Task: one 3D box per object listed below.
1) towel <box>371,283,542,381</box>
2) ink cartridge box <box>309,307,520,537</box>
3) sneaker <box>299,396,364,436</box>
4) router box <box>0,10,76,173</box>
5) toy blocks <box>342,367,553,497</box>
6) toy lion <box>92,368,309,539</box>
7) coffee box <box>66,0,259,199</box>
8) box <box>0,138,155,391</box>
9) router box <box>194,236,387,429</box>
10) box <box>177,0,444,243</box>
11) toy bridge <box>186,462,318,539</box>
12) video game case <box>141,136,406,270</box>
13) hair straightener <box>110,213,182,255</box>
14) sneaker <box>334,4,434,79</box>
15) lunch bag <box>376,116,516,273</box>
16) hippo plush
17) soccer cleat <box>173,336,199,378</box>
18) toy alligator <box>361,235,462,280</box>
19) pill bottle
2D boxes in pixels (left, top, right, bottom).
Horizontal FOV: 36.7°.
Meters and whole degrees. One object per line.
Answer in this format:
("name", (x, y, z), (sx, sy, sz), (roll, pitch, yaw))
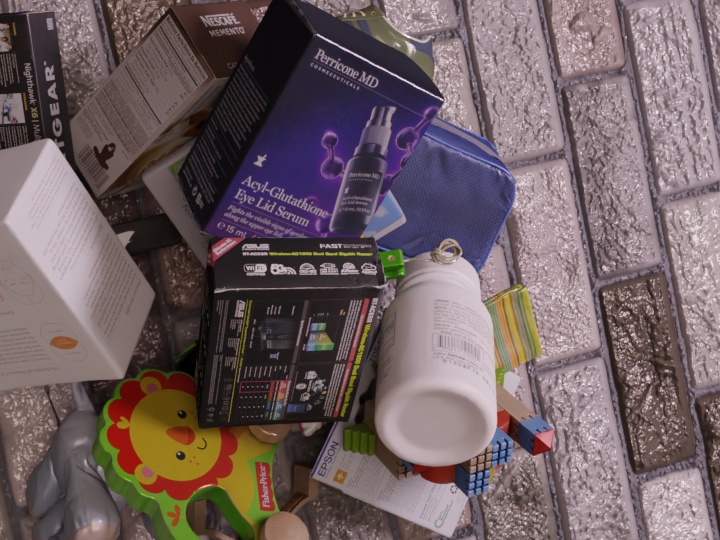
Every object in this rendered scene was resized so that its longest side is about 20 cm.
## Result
("towel", (0.109, 0.095, 1.170), (0.198, 0.018, 0.087), (-27, 107, -20))
("ink cartridge box", (0.058, 0.166, 1.187), (0.198, 0.043, 0.199), (28, 85, -25))
("sneaker", (-0.041, 0.072, 1.162), (0.086, 0.074, 0.204), (-11, 99, -13))
("router box", (-0.358, -0.139, 1.033), (0.154, 0.052, 0.204), (0, 105, 15))
("toy blocks", (0.100, 0.170, 1.097), (0.197, 0.137, 0.102), (-10, 117, -27))
("toy lion", (-0.154, 0.187, 1.016), (0.189, 0.069, 0.202), (10, 47, -27))
("coffee box", (-0.181, -0.163, 1.038), (0.080, 0.199, 0.114), (57, 34, 5))
("box", (-0.306, 0.001, 0.982), (0.150, 0.107, 0.201), (-7, 134, 21))
("router box", (-0.069, 0.058, 0.976), (0.147, 0.202, 0.063), (0, 47, -15))
("box", (-0.047, -0.116, 0.953), (0.146, 0.105, 0.201), (19, 114, -33))
("toy bridge", (-0.114, 0.248, 1.111), (0.199, 0.027, 0.069), (-4, 97, -54))
("video game case", (-0.082, -0.071, 1.059), (0.198, 0.022, 0.183), (-30, 115, 7))
("hair straightener", (-0.173, -0.043, 1.121), (0.197, 0.077, 0.042), (-8, 92, -14))
("sneaker", (-0.009, -0.246, 1.169), (0.197, 0.067, 0.091), (19, 77, -13))
("lunch bag", (0.054, -0.095, 1.150), (0.198, 0.133, 0.137), (24, 108, -12))
("hippo plush", (-0.240, 0.212, 1.099), (0.159, 0.159, 0.203), (6, 62, -35))
("soccer cleat", (-0.097, 0.080, 1.085), (0.197, 0.081, 0.069), (-15, 99, 28))
("toy alligator", (0.000, 0.000, 1.064), (0.196, 0.054, 0.060), (-6, 71, -7))
("pill bottle", (0.074, 0.078, 1.051), (0.112, 0.202, 0.116), (2, 129, 3))
